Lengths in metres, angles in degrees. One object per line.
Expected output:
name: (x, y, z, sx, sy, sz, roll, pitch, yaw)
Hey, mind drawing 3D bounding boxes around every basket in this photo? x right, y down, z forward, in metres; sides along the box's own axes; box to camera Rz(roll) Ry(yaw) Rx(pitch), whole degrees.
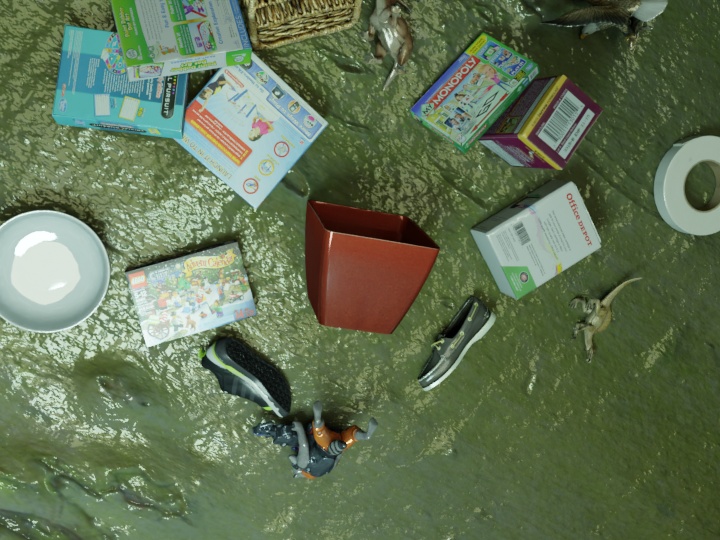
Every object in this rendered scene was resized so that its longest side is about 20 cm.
basket: (-0.096, -0.460, 1.339, 0.199, 0.143, 0.150, -16, 102, -12)

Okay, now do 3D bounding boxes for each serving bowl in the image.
serving bowl: (-0.514, -0.002, 1.339, 0.199, 0.066, 0.201, -3, 100, -14)

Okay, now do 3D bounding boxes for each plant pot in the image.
plant pot: (0.000, 0.000, 1.423, 0.199, 0.200, 0.177, 8, 108, -16)

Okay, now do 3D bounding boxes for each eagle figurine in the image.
eagle figurine: (0.439, -0.481, 1.492, 0.199, 0.152, 0.151, 22, 113, -22)

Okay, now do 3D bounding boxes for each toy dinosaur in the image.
toy dinosaur: (0.475, 0.082, 1.637, 0.101, 0.058, 0.201, 19, 101, -32)
toy dinosaur: (0.060, -0.422, 1.426, 0.085, 0.136, 0.201, 3, 127, 23)

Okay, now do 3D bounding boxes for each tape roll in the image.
tape roll: (0.691, -0.173, 1.654, 0.201, 0.037, 0.204, -2, 99, -14)

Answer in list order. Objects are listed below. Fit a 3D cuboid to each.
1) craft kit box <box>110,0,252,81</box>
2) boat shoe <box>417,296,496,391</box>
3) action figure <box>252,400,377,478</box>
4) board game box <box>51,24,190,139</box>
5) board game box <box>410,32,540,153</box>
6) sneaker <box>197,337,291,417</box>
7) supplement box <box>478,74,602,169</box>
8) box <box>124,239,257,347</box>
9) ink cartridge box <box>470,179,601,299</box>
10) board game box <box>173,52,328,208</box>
craft kit box: (-0.292, -0.408, 1.297, 0.196, 0.049, 0.201, -11, 71, -17)
boat shoe: (0.171, 0.138, 1.548, 0.061, 0.072, 0.201, 45, 79, -13)
action figure: (-0.087, 0.312, 1.452, 0.199, 0.105, 0.194, 9, 137, -23)
board game box: (-0.378, -0.300, 1.305, 0.199, 0.047, 0.152, 6, 81, -8)
board game box: (0.203, -0.320, 1.457, 0.200, 0.134, 0.029, -47, 151, -4)
sneaker: (-0.208, 0.196, 1.467, 0.083, 0.072, 0.200, -32, 113, 27)
supplement box: (0.312, -0.260, 1.451, 0.103, 0.200, 0.131, 35, 89, -18)
box: (-0.294, 0.039, 1.420, 0.199, 0.038, 0.137, -17, 103, -12)
ink cartridge box: (0.334, -0.062, 1.550, 0.199, 0.084, 0.145, -31, 105, -8)
board game box: (-0.193, -0.244, 1.393, 0.200, 0.056, 0.196, 41, 87, -17)
